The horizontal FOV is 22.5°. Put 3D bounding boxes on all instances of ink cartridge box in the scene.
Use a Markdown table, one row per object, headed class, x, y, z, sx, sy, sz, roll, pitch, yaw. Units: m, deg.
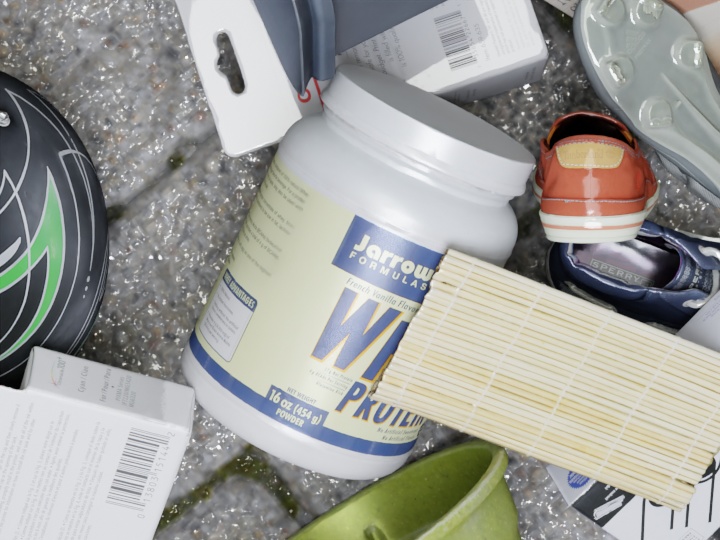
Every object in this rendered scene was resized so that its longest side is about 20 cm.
| class | x | y | z | sx | sy | sz | roll | pitch | yaw |
| --- | --- | --- | --- | --- | --- | --- | --- | --- | --- |
| ink cartridge box | 0.000 | -0.144 | 1.096 | 0.200 | 0.067 | 0.116 | -18 | 84 | 0 |
| ink cartridge box | -0.204 | 0.130 | 1.012 | 0.176 | 0.045 | 0.200 | 15 | 122 | -12 |
| ink cartridge box | 0.209 | 0.074 | 1.032 | 0.094 | 0.044 | 0.200 | 36 | 103 | -30 |

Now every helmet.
| class | x | y | z | sx | sy | sz | roll | pitch | yaw |
| --- | --- | --- | --- | --- | --- | --- | --- | --- | --- |
| helmet | -0.236 | -0.014 | 1.032 | 0.191 | 0.200 | 0.200 | -27 | 83 | -22 |

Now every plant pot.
| class | x | y | z | sx | sy | sz | roll | pitch | yaw |
| --- | --- | --- | --- | --- | --- | --- | --- | --- | --- |
| plant pot | 0.041 | 0.225 | 1.007 | 0.200 | 0.200 | 0.184 | -32 | 94 | -1 |

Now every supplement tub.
| class | x | y | z | sx | sy | sz | roll | pitch | yaw |
| --- | --- | --- | --- | --- | --- | --- | --- | --- | --- |
| supplement tub | 0.000 | 0.000 | 1.019 | 0.145 | 0.145 | 0.200 | 27 | 104 | 5 |

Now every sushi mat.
| class | x | y | z | sx | sy | sz | roll | pitch | yaw |
| --- | --- | --- | --- | --- | --- | --- | --- | --- | --- |
| sushi mat | 0.113 | 0.062 | 0.975 | 0.200 | 0.012 | 0.096 | 21 | 107 | -16 |

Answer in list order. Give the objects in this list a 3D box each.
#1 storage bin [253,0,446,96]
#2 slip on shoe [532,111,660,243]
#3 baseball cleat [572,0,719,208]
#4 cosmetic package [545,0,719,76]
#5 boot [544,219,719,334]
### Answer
| class | x | y | z | sx | sy | sz | roll | pitch | yaw |
| --- | --- | --- | --- | --- | --- | --- | --- | --- | --- |
| storage bin | -0.010 | -0.220 | 0.949 | 0.134 | 0.146 | 0.200 | -23 | 74 | -8 |
| slip on shoe | 0.131 | -0.060 | 1.018 | 0.074 | 0.200 | 0.061 | 0 | 101 | 8 |
| baseball cleat | 0.180 | -0.090 | 1.054 | 0.200 | 0.106 | 0.070 | 44 | 82 | -20 |
| cosmetic package | 0.157 | -0.195 | 1.041 | 0.200 | 0.103 | 0.087 | 29 | 69 | -14 |
| boot | 0.207 | 0.016 | 1.060 | 0.200 | 0.090 | 0.073 | 12 | 84 | 3 |
